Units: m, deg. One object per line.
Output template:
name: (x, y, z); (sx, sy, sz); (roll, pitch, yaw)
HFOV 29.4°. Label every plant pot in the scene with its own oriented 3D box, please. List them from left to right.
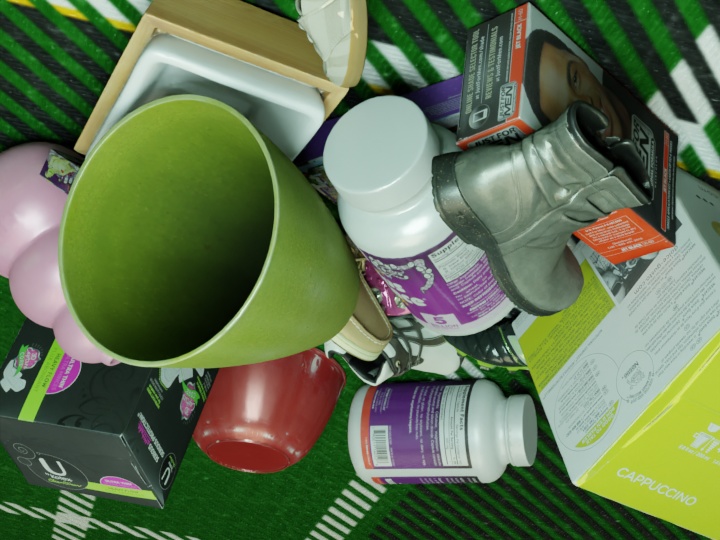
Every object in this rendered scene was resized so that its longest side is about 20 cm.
plant pot: (-0.087, -0.008, 1.012); (0.185, 0.190, 0.199); (-9, 164, 27)

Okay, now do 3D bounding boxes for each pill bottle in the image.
pill bottle: (0.049, -0.041, 1.044); (0.111, 0.114, 0.200); (-7, 148, 24)
pill bottle: (0.092, 0.179, 1.525); (0.197, 0.114, 0.113); (-4, 150, 19)

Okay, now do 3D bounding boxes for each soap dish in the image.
soap dish: (-0.116, -0.128, 1.041); (0.156, 0.082, 0.200); (18, 150, -19)

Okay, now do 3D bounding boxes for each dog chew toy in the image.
dog chew toy: (-0.252, -0.009, 1.169); (0.124, 0.201, 0.125); (-30, 165, -9)

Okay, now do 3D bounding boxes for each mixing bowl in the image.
mixing bowl: (-0.118, 0.159, 1.545); (0.197, 0.110, 0.201); (5, 151, 3)

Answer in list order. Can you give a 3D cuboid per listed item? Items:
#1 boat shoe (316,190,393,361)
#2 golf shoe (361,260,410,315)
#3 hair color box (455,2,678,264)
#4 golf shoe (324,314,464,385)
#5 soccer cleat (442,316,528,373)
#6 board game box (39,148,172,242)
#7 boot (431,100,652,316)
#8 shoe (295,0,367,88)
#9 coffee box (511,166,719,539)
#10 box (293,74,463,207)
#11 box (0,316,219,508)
boat shoe: (-0.030, -0.013, 1.172); (0.066, 0.074, 0.201); (-33, 103, 25)
golf shoe: (0.000, 0.000, 1.264); (0.197, 0.076, 0.091); (0, -173, 22)
hair color box: (0.157, -0.096, 1.014); (0.061, 0.103, 0.199); (-18, 144, 41)
golf shoe: (0.028, 0.081, 1.381); (0.199, 0.096, 0.077); (28, 145, -36)
soccer cleat: (0.178, 0.066, 1.356); (0.198, 0.067, 0.082); (14, 112, 20)
board game box: (-0.159, -0.043, 1.145); (0.119, 0.033, 0.199); (27, -176, 34)
boot: (0.147, -0.035, 0.957); (0.129, 0.069, 0.200); (-16, 146, 28)
shoe: (-0.019, -0.200, 0.900); (0.053, 0.071, 0.201); (3, 143, 0)
coffee box: (0.275, 0.071, 1.118); (0.198, 0.199, 0.201); (23, 120, -28)
box: (0.060, -0.089, 1.115); (0.198, 0.040, 0.137); (-14, 144, 33)
box: (-0.224, 0.090, 1.248); (0.147, 0.202, 0.125); (5, 142, 18)
